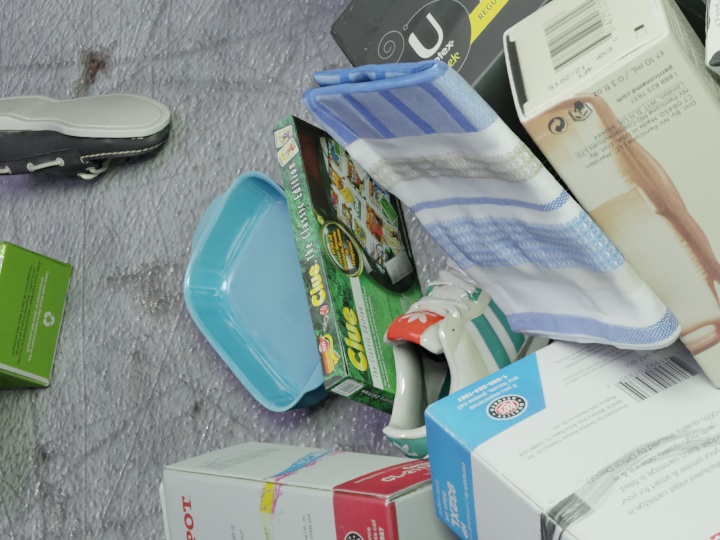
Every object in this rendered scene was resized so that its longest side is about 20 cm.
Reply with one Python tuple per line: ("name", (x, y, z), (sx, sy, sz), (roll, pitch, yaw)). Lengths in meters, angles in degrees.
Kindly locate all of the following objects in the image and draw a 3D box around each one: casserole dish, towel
("casserole dish", (-0.054, 0.016, 1.331), (0.200, 0.039, 0.121), (46, 112, 45))
("towel", (0.065, -0.031, 0.994), (0.024, 0.200, 0.147), (-51, 23, -17))

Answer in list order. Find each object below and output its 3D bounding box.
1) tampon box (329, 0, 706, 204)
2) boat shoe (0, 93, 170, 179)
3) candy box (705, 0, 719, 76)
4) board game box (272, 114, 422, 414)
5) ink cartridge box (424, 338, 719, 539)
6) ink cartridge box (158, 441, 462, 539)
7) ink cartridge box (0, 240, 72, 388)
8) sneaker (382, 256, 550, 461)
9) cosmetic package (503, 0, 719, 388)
("tampon box", (0.116, -0.124, 1.111), (0.150, 0.200, 0.126), (-50, 46, 18))
("boat shoe", (-0.232, -0.103, 1.546), (0.199, 0.074, 0.061), (2, 116, 29))
("candy box", (0.297, -0.120, 0.948), (0.200, 0.168, 0.072), (-17, 57, 37))
("board game box", (0.000, 0.000, 1.243), (0.023, 0.105, 0.201), (-31, 53, 27))
("ink cartridge box", (0.150, 0.121, 1.008), (0.200, 0.145, 0.084), (39, 144, 46))
("ink cartridge box", (-0.020, 0.186, 1.164), (0.200, 0.083, 0.146), (2, 102, 45))
("ink cartridge box", (-0.320, 0.085, 1.545), (0.147, 0.076, 0.201), (-5, 71, 43))
("sneaker", (0.066, 0.027, 1.175), (0.070, 0.093, 0.200), (7, 78, 45))
("cosmetic package", (0.164, -0.050, 0.995), (0.087, 0.200, 0.103), (-31, 28, 17))
